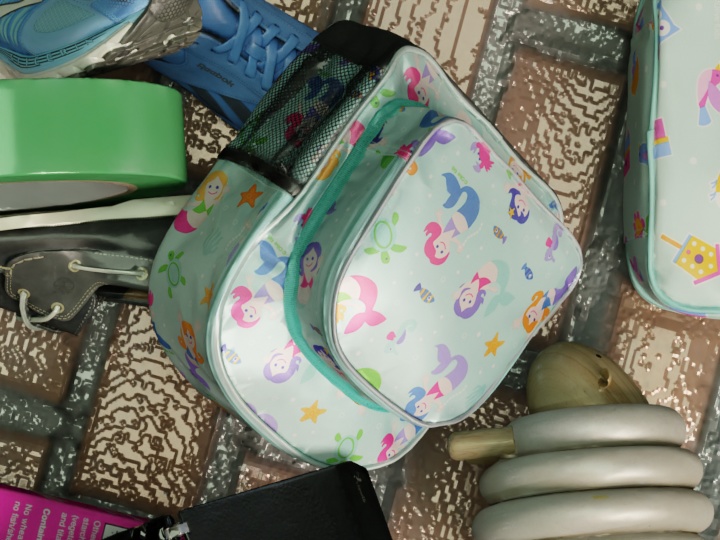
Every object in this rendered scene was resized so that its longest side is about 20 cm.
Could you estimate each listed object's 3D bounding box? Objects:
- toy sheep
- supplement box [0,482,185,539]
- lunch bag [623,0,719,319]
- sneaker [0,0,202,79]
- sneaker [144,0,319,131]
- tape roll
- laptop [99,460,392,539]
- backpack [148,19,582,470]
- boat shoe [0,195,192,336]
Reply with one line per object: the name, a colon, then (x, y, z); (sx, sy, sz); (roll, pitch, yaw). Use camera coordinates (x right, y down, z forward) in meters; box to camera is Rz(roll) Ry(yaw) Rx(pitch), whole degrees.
toy sheep: (0.118, 0.136, 1.331); (0.137, 0.138, 0.201); (-5, 83, -3)
supplement box: (-0.181, 0.160, 1.306); (0.199, 0.101, 0.104); (17, 84, -15)
lunch bag: (0.223, -0.065, 1.372); (0.160, 0.077, 0.201); (1, 87, -4)
sneaker: (-0.158, -0.140, 1.295); (0.078, 0.200, 0.090); (-21, 104, -39)
sneaker: (-0.067, -0.118, 1.360); (0.200, 0.078, 0.066); (30, 84, -2)
tape roll: (-0.187, -0.058, 1.288); (0.200, 0.200, 0.048); (-4, 87, -3)
laptop: (-0.072, 0.208, 1.254); (0.199, 0.103, 0.178); (-22, 81, 13)
backpack: (0.000, 0.000, 1.303); (0.200, 0.150, 0.178); (-48, 128, -5)
boat shoe: (-0.162, 0.001, 1.350); (0.199, 0.072, 0.068); (-4, 86, -6)
